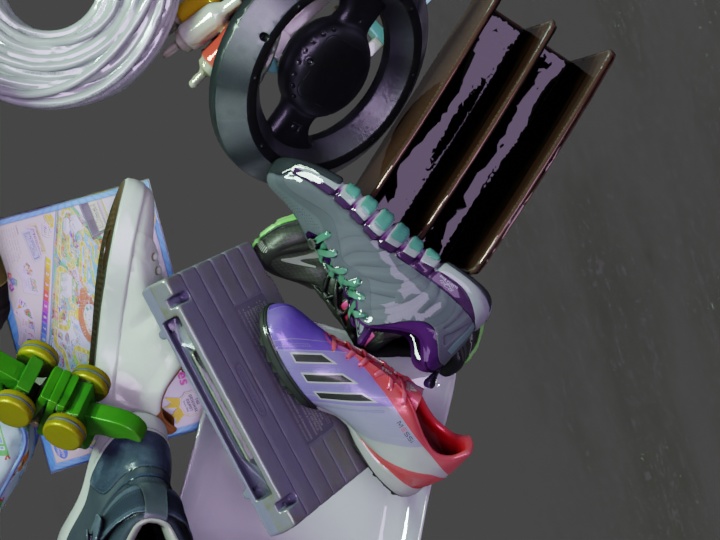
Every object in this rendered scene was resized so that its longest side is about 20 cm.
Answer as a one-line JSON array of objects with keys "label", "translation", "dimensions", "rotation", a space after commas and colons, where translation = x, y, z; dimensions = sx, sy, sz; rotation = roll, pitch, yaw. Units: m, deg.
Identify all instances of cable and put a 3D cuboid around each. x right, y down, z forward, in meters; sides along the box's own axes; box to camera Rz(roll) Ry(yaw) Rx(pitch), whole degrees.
[{"label": "cable", "translation": [-0.070, -0.216, 1.184], "dimensions": [0.200, 0.097, 0.050], "rotation": [-46, 144, 23]}, {"label": "cable", "translation": [-0.234, -0.222, 1.186], "dimensions": [0.199, 0.069, 0.201], "rotation": [18, 92, -5]}]

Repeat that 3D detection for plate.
[{"label": "plate", "translation": [-0.037, 0.144, 1.246], "dimensions": [0.199, 0.032, 0.201], "rotation": [16, 77, -15]}]

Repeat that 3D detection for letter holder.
[{"label": "letter holder", "translation": [0.092, -0.107, 1.218], "dimensions": [0.100, 0.142, 0.201], "rotation": [33, 88, -10]}]

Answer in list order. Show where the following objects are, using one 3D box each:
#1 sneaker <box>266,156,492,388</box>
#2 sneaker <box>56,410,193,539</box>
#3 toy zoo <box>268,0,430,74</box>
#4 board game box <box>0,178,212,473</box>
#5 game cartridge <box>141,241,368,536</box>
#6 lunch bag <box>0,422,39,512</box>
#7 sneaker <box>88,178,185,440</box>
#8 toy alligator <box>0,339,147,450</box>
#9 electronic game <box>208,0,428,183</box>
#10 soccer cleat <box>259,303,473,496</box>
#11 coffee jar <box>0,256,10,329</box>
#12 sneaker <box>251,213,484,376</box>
[{"label": "sneaker", "translation": [0.000, 0.000, 1.172], "dimensions": [0.200, 0.074, 0.088], "rotation": [36, 78, -3]}, {"label": "sneaker", "translation": [-0.174, 0.227, 1.161], "dimensions": [0.077, 0.146, 0.203], "rotation": [2, 124, -21]}, {"label": "toy zoo", "translation": [-0.021, -0.231, 1.252], "dimensions": [0.200, 0.020, 0.131], "rotation": [-43, 99, -5]}, {"label": "board game box", "translation": [-0.204, 0.042, 1.230], "dimensions": [0.134, 0.034, 0.201], "rotation": [-15, 96, -9]}, {"label": "game cartridge", "translation": [-0.075, 0.084, 1.173], "dimensions": [0.038, 0.130, 0.201], "rotation": [-28, 90, 26]}, {"label": "lunch bag", "translation": [-0.343, 0.148, 1.182], "dimensions": [0.160, 0.076, 0.201], "rotation": [29, 97, -7]}, {"label": "sneaker", "translation": [-0.158, 0.030, 1.188], "dimensions": [0.084, 0.073, 0.201], "rotation": [4, 104, -13]}, {"label": "toy alligator", "translation": [-0.250, 0.084, 1.133], "dimensions": [0.199, 0.054, 0.059], "rotation": [26, 47, -7]}, {"label": "electronic game", "translation": [-0.029, -0.155, 1.195], "dimensions": [0.199, 0.042, 0.201], "rotation": [-25, 135, -28]}, {"label": "soccer cleat", "translation": [0.004, 0.088, 1.185], "dimensions": [0.073, 0.068, 0.200], "rotation": [-29, 116, 27]}, {"label": "coffee jar", "translation": [-0.316, -0.048, 1.154], "dimensions": [0.085, 0.104, 0.201], "rotation": [-20, 113, -42]}, {"label": "sneaker", "translation": [0.008, 0.018, 1.233], "dimensions": [0.199, 0.084, 0.077], "rotation": [25, 131, -9]}]
